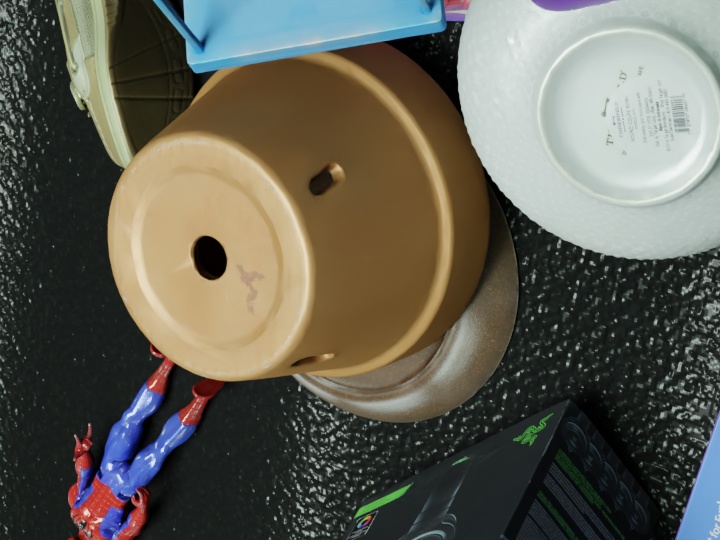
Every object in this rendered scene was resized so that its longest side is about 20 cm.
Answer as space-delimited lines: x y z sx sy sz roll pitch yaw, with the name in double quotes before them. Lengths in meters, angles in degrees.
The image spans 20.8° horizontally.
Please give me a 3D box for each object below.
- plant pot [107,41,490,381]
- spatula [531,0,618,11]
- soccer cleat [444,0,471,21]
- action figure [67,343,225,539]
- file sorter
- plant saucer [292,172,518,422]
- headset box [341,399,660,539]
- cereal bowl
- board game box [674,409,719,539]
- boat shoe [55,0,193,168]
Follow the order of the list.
"plant pot" -0.047 -0.025 1.095 0.199 0.140 0.201 10 110 30
"spatula" 0.112 -0.207 0.965 0.056 0.201 0.021 -10 139 24
"soccer cleat" 0.070 -0.161 1.054 0.199 0.073 0.069 4 107 32
"action figure" -0.158 0.131 1.313 0.065 0.052 0.200 40 125 12
"file sorter" -0.042 -0.227 1.006 0.138 0.123 0.201 -8 72 10
"plant saucer" 0.000 0.000 1.178 0.199 0.032 0.201 11 112 30
"headset box" 0.058 0.182 1.101 0.174 0.200 0.093 -31 104 37
"cereal bowl" 0.140 -0.092 0.990 0.199 0.083 0.201 7 117 14
"board game box" 0.239 0.162 1.064 0.134 0.045 0.201 26 118 24
"boat shoe" -0.157 -0.155 1.207 0.063 0.073 0.202 -11 96 42
